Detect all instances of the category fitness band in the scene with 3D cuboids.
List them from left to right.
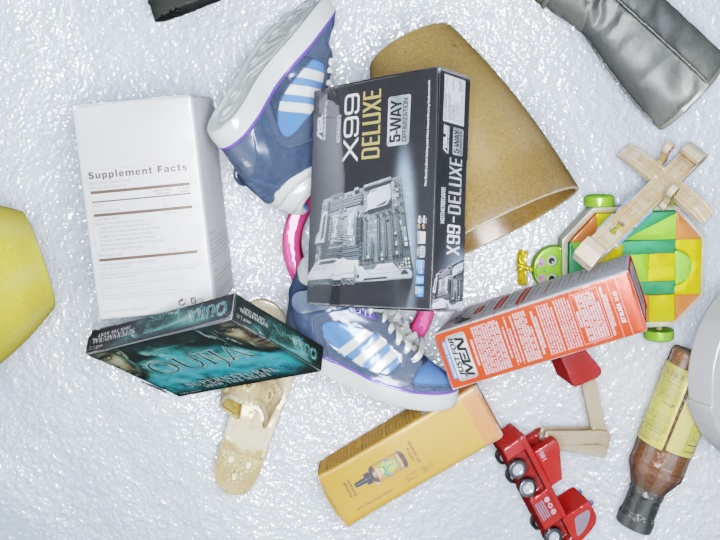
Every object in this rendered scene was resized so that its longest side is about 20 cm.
[{"bbox_3d":[0.000,0.000,0.996,0.141,0.037,0.203,-26,97,3],"label":"fitness band"}]

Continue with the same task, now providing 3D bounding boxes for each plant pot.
[{"bbox_3d":[-0.386,0.011,0.928,0.140,0.199,0.204,-21,99,-23],"label":"plant pot"},{"bbox_3d":[0.089,-0.128,0.923,0.183,0.186,0.203,-24,82,2],"label":"plant pot"}]

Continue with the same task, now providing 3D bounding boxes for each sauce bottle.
[{"bbox_3d":[0.329,0.184,1.017,0.065,0.066,0.204,20,98,-4],"label":"sauce bottle"}]

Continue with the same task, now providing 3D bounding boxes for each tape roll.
[{"bbox_3d":[0.427,0.102,0.983,0.199,0.037,0.208,-4,99,-26],"label":"tape roll"}]

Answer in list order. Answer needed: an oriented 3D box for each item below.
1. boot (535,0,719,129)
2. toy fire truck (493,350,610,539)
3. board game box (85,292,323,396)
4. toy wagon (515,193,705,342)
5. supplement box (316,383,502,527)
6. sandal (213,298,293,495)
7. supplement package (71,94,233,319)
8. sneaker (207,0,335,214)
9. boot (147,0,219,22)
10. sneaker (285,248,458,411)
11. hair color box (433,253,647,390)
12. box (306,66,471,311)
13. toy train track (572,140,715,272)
[{"bbox_3d":[0.293,-0.273,0.945,0.199,0.073,0.183,39,110,0],"label":"boot"},{"bbox_3d":[0.219,0.189,1.020,0.139,0.049,0.202,-31,103,-5],"label":"toy fire truck"},{"bbox_3d":[-0.153,0.078,0.919,0.197,0.135,0.029,-14,57,33],"label":"board game box"},{"bbox_3d":[0.264,-0.002,1.000,0.195,0.040,0.159,-2,98,-1],"label":"toy wagon"},{"bbox_3d":[0.051,0.191,1.012,0.197,0.069,0.067,-30,98,2],"label":"supplement box"},{"bbox_3d":[-0.115,0.143,0.998,0.076,0.070,0.217,12,98,-3],"label":"sandal"},{"bbox_3d":[-0.202,-0.067,0.938,0.117,0.121,0.205,-5,98,2],"label":"supplement package"},{"bbox_3d":[-0.053,-0.155,0.943,0.147,0.080,0.202,46,62,-30],"label":"sneaker"},{"bbox_3d":[-0.144,-0.354,0.918,0.207,0.079,0.161,-20,98,2],"label":"boot"},{"bbox_3d":[0.023,0.043,0.945,0.196,0.081,0.149,19,105,4],"label":"sneaker"},{"bbox_3d":[0.182,0.050,0.942,0.196,0.111,0.065,-18,94,20],"label":"hair color box"},{"bbox_3d":[0.022,-0.068,0.843,0.049,0.156,0.205,4,88,-45],"label":"box"},{"bbox_3d":[0.286,-0.073,0.948,0.199,0.033,0.115,-40,69,-22],"label":"toy train track"}]
